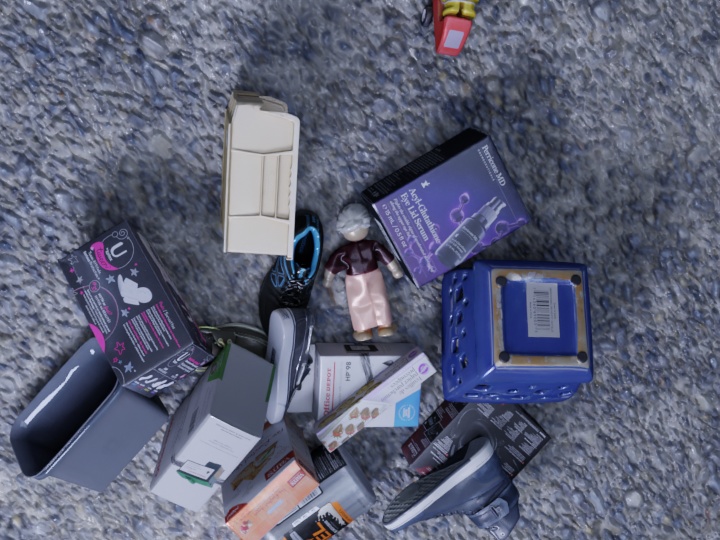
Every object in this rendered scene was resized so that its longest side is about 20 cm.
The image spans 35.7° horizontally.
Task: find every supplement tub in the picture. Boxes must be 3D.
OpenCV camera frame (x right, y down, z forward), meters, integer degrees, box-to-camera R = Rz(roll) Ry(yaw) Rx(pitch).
[{"bbox_3d":[-0.086,0.358,1.695,0.199,0.123,0.123,-36,107,0],"label":"supplement tub"}]

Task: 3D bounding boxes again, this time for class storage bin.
[{"bbox_3d":[-0.140,-0.136,1.523,0.093,0.200,0.200,3,103,-9],"label":"storage bin"},{"bbox_3d":[-0.384,0.215,1.609,0.200,0.146,0.134,-47,134,3],"label":"storage bin"}]

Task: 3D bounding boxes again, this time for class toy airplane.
[{"bbox_3d":[0.147,-0.423,1.535,0.199,0.141,0.200,-35,107,0],"label":"toy airplane"}]

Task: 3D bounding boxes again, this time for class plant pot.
[{"bbox_3d":[0.232,0.083,1.622,0.198,0.180,0.202,2,76,-10],"label":"plant pot"}]

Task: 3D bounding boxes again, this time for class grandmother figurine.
[{"bbox_3d":[0.000,0.000,1.659,0.120,0.061,0.202,-12,103,-14],"label":"grandmother figurine"}]

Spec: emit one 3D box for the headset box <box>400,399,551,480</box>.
[{"bbox_3d":[0.173,0.277,1.746,0.149,0.077,0.200,41,94,-16],"label":"headset box"}]

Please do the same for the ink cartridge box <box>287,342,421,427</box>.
[{"bbox_3d":[-0.011,0.174,1.692,0.198,0.067,0.117,0,104,-11],"label":"ink cartridge box"}]

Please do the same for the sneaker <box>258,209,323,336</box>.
[{"bbox_3d":[-0.102,0.013,1.628,0.073,0.082,0.202,10,102,-13],"label":"sneaker"}]

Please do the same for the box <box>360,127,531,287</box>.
[{"bbox_3d":[0.124,-0.094,1.632,0.199,0.104,0.149,-31,107,-1],"label":"box"}]

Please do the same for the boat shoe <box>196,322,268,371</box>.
[{"bbox_3d":[-0.221,0.115,1.642,0.200,0.060,0.073,6,103,-12],"label":"boat shoe"}]

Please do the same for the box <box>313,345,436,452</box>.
[{"bbox_3d":[0.020,0.188,1.645,0.199,0.041,0.039,-37,108,1],"label":"box"}]

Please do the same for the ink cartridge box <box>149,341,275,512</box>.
[{"bbox_3d":[-0.211,0.225,1.589,0.084,0.147,0.200,27,127,-16],"label":"ink cartridge box"}]

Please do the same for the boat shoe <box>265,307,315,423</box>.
[{"bbox_3d":[-0.102,0.139,1.637,0.067,0.072,0.201,-7,123,-26],"label":"boat shoe"}]

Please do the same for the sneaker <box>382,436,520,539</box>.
[{"bbox_3d":[0.146,0.367,1.683,0.202,0.077,0.147,-34,104,-1],"label":"sneaker"}]

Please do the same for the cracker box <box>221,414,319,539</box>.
[{"bbox_3d":[-0.137,0.298,1.630,0.134,0.200,0.058,-42,107,2],"label":"cracker box"}]

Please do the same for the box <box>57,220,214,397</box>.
[{"bbox_3d":[-0.304,0.055,1.537,0.114,0.132,0.201,-30,76,-1],"label":"box"}]
